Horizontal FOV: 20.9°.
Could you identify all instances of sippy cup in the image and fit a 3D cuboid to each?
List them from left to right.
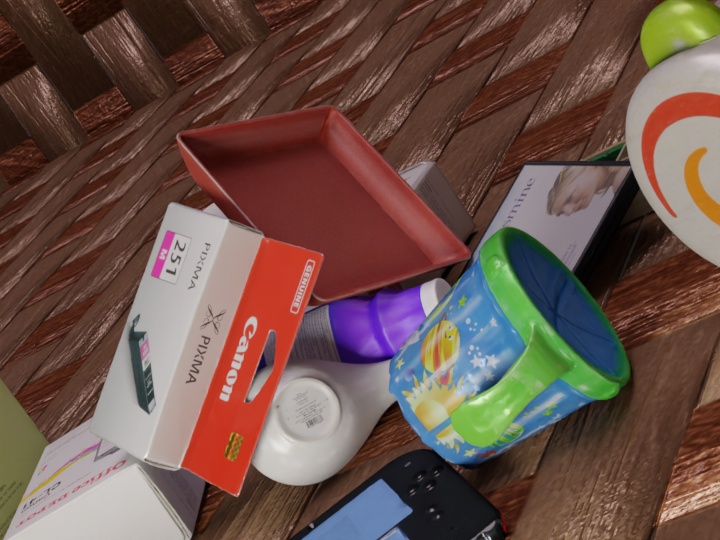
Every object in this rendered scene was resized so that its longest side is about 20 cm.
[{"bbox_3d":[0.093,0.062,1.334,0.130,0.140,0.178,-41,-27,19],"label":"sippy cup"}]

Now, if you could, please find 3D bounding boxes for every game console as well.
[{"bbox_3d":[-0.008,0.201,1.293,0.200,0.031,0.177,-38,15,-6],"label":"game console"}]

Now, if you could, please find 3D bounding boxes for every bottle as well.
[{"bbox_3d":[-0.011,0.064,1.616,0.199,0.084,0.065,-25,-20,23],"label":"bottle"}]

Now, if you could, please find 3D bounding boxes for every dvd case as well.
[{"bbox_3d":[0.148,-0.026,1.584,0.143,0.017,0.200,-60,19,-8],"label":"dvd case"}]

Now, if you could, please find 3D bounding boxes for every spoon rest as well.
[{"bbox_3d":[-0.005,0.097,1.525,0.199,0.100,0.061,-25,-11,-15],"label":"spoon rest"}]

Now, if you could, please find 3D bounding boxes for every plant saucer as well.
[{"bbox_3d":[-0.035,-0.050,1.635,0.199,0.200,0.037,-16,-34,-47],"label":"plant saucer"}]

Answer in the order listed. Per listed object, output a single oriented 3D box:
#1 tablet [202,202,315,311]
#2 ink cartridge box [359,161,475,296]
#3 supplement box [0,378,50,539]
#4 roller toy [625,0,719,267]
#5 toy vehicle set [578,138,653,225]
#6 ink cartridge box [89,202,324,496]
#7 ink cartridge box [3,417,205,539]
[{"bbox_3d":[-0.078,0.018,1.711,0.130,0.201,0.014,-31,-18,35],"label":"tablet"},{"bbox_3d":[0.000,0.000,1.790,0.145,0.085,0.200,-24,21,37],"label":"ink cartridge box"},{"bbox_3d":[-0.393,0.207,1.780,0.134,0.200,0.200,-23,19,37],"label":"supplement box"},{"bbox_3d":[0.281,-0.094,1.285,0.182,0.201,0.140,24,53,31],"label":"roller toy"},{"bbox_3d":[0.243,-0.086,1.635,0.199,0.027,0.124,-25,18,33],"label":"toy vehicle set"},{"bbox_3d":[-0.124,0.058,1.522,0.173,0.043,0.201,17,86,53],"label":"ink cartridge box"},{"bbox_3d":[-0.211,0.188,1.672,0.147,0.086,0.200,-31,14,12],"label":"ink cartridge box"}]
